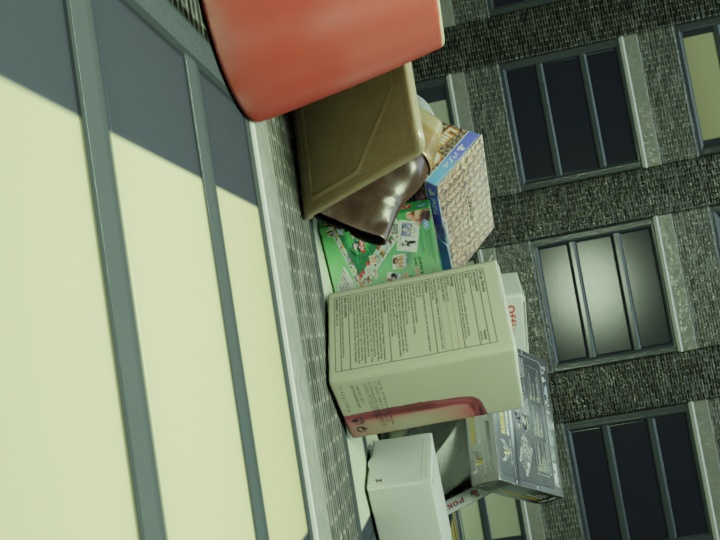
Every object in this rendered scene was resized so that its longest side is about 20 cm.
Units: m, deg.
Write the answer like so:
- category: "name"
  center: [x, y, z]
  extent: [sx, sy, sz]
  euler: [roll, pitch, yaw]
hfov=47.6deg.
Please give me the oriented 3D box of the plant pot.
- category: "plant pot"
  center: [-0.026, -0.240, 0.678]
  extent: [0.200, 0.173, 0.205]
  euler: [-11, 90, -83]

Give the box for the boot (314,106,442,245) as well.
- category: "boot"
  center: [-0.019, -0.138, 0.914]
  extent: [0.168, 0.197, 0.073]
  euler: [-59, 168, -19]

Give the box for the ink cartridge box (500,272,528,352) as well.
- category: "ink cartridge box"
  center: [0.161, 0.094, 1.283]
  extent: [0.084, 0.195, 0.147]
  euler: [-78, 161, -64]

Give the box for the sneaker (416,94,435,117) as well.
- category: "sneaker"
  center: [0.037, -0.193, 1.157]
  extent: [0.198, 0.075, 0.116]
  euler: [27, -31, 38]

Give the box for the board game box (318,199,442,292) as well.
- category: "board game box"
  center: [0.036, 0.024, 0.979]
  extent: [0.029, 0.131, 0.204]
  euler: [-80, 159, -64]

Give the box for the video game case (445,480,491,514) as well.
- category: "video game case"
  center: [0.143, 0.338, 1.228]
  extent: [0.023, 0.180, 0.200]
  euler: [62, 4, 11]

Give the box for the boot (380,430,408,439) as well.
- category: "boot"
  center: [0.085, 0.198, 1.144]
  extent: [0.201, 0.127, 0.069]
  euler: [67, 13, -61]

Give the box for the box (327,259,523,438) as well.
- category: "box"
  center: [0.069, 0.087, 0.893]
  extent: [0.130, 0.195, 0.110]
  euler: [-93, 168, -45]

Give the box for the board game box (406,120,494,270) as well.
- category: "board game box"
  center: [0.058, -0.112, 1.044]
  extent: [0.097, 0.198, 0.161]
  euler: [-47, 144, -24]

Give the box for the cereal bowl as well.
- category: "cereal bowl"
  center: [0.138, 0.254, 1.205]
  extent: [0.083, 0.201, 0.200]
  euler: [37, 13, -4]

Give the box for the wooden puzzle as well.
- category: "wooden puzzle"
  center: [-0.007, -0.170, 0.821]
  extent: [0.037, 0.199, 0.189]
  euler: [4, 70, -37]

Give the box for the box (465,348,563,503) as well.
- category: "box"
  center: [0.209, 0.207, 1.129]
  extent: [0.157, 0.048, 0.204]
  euler: [23, 54, -40]

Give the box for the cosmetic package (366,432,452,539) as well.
- category: "cosmetic package"
  center: [0.067, 0.322, 1.023]
  extent: [0.108, 0.083, 0.204]
  euler: [-75, 156, -68]
